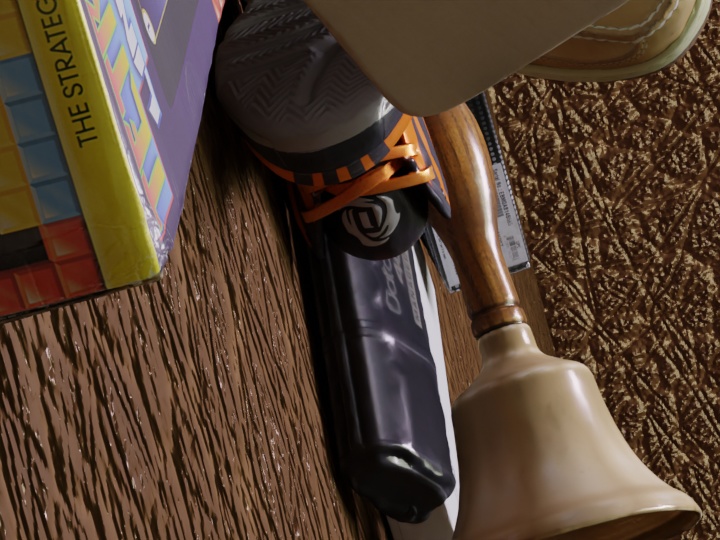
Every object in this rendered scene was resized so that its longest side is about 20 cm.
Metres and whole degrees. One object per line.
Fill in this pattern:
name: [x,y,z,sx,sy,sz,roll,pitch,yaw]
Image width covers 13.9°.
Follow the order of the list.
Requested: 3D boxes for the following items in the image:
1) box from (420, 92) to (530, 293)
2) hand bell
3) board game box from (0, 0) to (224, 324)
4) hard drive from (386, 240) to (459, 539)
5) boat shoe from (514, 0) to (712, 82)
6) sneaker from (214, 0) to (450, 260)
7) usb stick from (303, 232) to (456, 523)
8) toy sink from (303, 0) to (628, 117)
box: [0.013,-0.117,1.326,0.193,0.047,0.201,-110,-177,-64]
hand bell: [0.051,0.013,1.122,0.104,0.104,0.201,57,16,-73]
board game box: [-0.078,-0.111,0.497,0.165,0.056,0.201,-83,159,-69]
hard drive: [0.014,0.028,1.219,0.200,0.026,0.132,-97,171,-53]
boat shoe: [0.012,-0.117,0.905,0.072,0.199,0.076,-63,159,-10]
sneaker: [0.001,-0.047,1.010,0.200,0.077,0.113,-91,165,-66]
usb stick: [0.000,0.000,1.095,0.055,0.033,0.201,33,37,-44]
toy sink: [0.008,-0.166,0.800,0.200,0.130,0.112,48,20,-30]
